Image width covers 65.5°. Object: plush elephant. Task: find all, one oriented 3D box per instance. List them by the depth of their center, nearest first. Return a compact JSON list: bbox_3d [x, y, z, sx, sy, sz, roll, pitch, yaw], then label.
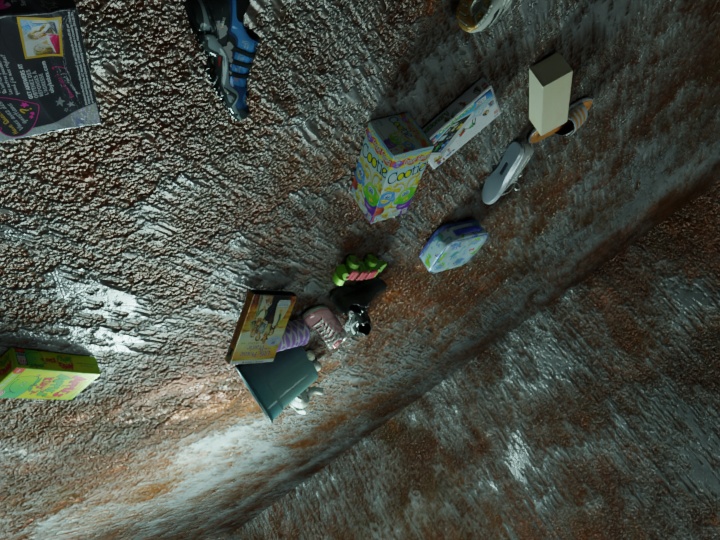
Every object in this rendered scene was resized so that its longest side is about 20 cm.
[{"bbox_3d":[-0.199,0.393,1.901,0.198,0.156,0.165,-27,155,-14],"label":"plush elephant"}]

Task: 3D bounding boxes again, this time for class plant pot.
[{"bbox_3d":[-0.245,0.320,1.699,0.195,0.201,0.201,-33,157,-18],"label":"plant pot"}]

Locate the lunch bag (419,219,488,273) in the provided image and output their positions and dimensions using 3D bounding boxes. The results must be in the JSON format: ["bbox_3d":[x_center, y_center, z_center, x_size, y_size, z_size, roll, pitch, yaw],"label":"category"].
[{"bbox_3d":[0.291,-0.079,1.730,0.198,0.083,0.162,-14,150,-35],"label":"lunch bag"}]

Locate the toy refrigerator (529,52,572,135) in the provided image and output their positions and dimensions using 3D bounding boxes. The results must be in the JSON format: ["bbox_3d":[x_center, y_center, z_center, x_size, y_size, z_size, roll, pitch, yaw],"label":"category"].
[{"bbox_3d":[0.448,-0.417,1.333,0.075,0.071,0.200,-28,155,6],"label":"toy refrigerator"}]

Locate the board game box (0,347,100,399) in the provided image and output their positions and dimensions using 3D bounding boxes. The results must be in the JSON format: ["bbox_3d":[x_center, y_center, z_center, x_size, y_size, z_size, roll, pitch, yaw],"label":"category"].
[{"bbox_3d":[-0.660,0.219,1.166,0.101,0.048,0.200,-39,155,11],"label":"board game box"}]

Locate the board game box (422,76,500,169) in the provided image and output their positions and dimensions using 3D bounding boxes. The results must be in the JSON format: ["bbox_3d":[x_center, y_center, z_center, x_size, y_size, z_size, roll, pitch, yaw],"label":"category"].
[{"bbox_3d":[0.218,-0.325,1.256,0.199,0.035,0.126,-39,155,11],"label":"board game box"}]

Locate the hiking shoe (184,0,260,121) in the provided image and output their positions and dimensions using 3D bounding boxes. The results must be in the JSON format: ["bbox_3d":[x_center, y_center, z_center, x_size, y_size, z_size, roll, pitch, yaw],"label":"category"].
[{"bbox_3d":[-0.175,-0.296,0.791,0.086,0.075,0.201,-26,154,-12],"label":"hiking shoe"}]

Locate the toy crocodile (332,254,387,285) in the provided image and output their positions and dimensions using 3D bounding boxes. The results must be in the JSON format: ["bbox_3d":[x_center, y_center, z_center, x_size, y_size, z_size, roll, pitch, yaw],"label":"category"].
[{"bbox_3d":[0.000,0.000,1.548,0.198,0.062,0.068,-5,144,-47],"label":"toy crocodile"}]

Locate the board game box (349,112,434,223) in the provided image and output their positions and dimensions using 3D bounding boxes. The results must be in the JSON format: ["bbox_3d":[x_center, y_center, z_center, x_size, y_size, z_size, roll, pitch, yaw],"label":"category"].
[{"bbox_3d":[0.061,-0.214,1.186,0.102,0.106,0.201,-19,151,-26],"label":"board game box"}]

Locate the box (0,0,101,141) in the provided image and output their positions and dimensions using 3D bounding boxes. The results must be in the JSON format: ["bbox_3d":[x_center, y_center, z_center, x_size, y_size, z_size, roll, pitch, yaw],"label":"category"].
[{"bbox_3d":[-0.342,-0.243,0.536,0.113,0.202,0.133,-18,152,-25],"label":"box"}]

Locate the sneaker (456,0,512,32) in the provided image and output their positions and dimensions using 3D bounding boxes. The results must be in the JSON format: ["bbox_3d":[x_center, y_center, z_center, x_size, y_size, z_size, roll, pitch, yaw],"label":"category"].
[{"bbox_3d":[0.244,-0.500,0.954,0.200,0.076,0.087,-45,168,31],"label":"sneaker"}]

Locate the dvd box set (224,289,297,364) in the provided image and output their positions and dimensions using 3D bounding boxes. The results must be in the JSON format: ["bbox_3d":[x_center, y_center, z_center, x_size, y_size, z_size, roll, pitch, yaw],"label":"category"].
[{"bbox_3d":[-0.256,0.147,1.444,0.145,0.029,0.203,6,112,-48],"label":"dvd box set"}]

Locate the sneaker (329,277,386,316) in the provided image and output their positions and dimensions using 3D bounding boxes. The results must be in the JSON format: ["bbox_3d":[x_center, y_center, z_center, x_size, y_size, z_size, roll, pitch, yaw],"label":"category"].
[{"bbox_3d":[0.004,0.085,1.672,0.198,0.091,0.076,-19,150,-31],"label":"sneaker"}]

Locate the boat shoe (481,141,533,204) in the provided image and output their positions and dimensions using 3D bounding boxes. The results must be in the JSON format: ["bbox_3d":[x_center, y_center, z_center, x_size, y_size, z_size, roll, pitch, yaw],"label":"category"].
[{"bbox_3d":[0.416,-0.265,1.552,0.085,0.075,0.204,2,134,-26],"label":"boat shoe"}]

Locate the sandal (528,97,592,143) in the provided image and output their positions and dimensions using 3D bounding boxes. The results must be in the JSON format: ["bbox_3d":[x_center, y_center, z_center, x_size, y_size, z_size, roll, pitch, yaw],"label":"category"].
[{"bbox_3d":[0.550,-0.388,1.515,0.205,0.060,0.079,-32,156,-4],"label":"sandal"}]

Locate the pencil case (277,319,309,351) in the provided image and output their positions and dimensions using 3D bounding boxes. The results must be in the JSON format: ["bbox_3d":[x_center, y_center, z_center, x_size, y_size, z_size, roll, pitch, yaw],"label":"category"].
[{"bbox_3d":[-0.238,0.198,1.590,0.198,0.084,0.086,-11,137,-41],"label":"pencil case"}]

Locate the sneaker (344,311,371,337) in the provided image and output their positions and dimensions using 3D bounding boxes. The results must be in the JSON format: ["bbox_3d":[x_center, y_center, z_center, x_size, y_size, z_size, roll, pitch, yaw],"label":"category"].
[{"bbox_3d":[-0.005,0.187,1.844,0.066,0.091,0.201,-22,153,-20],"label":"sneaker"}]

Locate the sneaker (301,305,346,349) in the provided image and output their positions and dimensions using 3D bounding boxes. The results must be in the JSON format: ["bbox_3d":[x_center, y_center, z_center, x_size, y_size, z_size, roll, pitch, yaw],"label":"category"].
[{"bbox_3d":[-0.100,0.176,1.696,0.075,0.106,0.200,-34,154,9],"label":"sneaker"}]
